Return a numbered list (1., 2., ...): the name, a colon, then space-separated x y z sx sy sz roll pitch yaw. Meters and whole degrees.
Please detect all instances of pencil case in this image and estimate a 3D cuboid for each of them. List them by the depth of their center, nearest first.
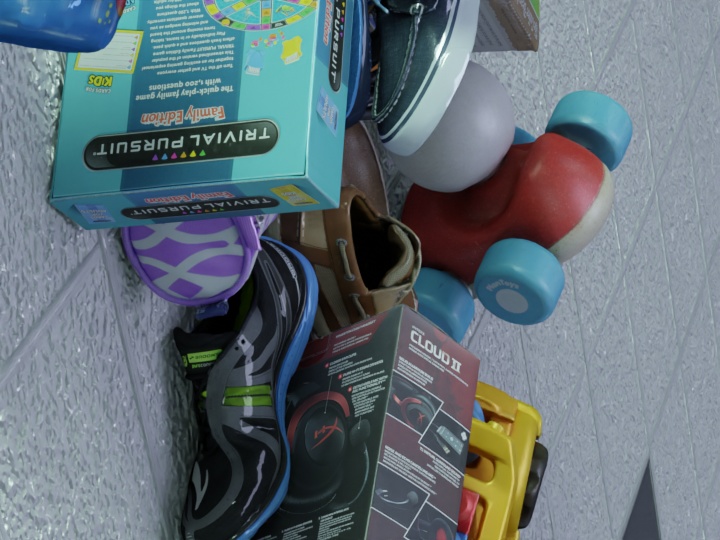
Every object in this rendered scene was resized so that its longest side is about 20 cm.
1. pencil case: -0.073 -0.058 1.680 0.084 0.085 0.200 60 25 -22

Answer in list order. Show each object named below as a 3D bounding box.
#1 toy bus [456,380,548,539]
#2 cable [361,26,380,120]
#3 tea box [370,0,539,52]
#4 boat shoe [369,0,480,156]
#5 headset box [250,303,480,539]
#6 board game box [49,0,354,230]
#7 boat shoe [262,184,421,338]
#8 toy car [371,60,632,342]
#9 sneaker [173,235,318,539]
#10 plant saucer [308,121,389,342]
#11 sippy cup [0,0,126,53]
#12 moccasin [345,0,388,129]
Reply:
1. toy bus: 0.044 0.144 1.835 0.192 0.135 0.201 94 13 -70
2. cable: -0.003 -0.194 1.719 0.162 0.051 0.201 21 66 -31
3. tea box: 0.047 -0.262 1.988 0.200 0.133 0.198 37 54 -76
4. boat shoe: 0.021 -0.169 1.673 0.071 0.090 0.201 -26 -136 61
5. headset box: -0.013 0.122 1.720 0.075 0.148 0.201 35 48 -33
6. board game box: -0.081 -0.128 1.553 0.047 0.150 0.201 41 49 -60
7. boat shoe: 0.000 0.000 1.821 0.200 0.073 0.076 42 50 -60
8. toy car: 0.065 -0.082 2.083 0.200 0.176 0.185 46 51 -23
9. sneaker: -0.080 0.072 1.696 0.082 0.070 0.201 28 63 -40
10. plant saucer: -0.020 -0.008 1.933 0.200 0.032 0.202 -2 90 -72
11. sippy cup: -0.156 -0.174 1.381 0.140 0.177 0.131 -179 -81 -79
12. moccasin: -0.020 -0.176 1.623 0.068 0.080 0.202 1 81 -66
